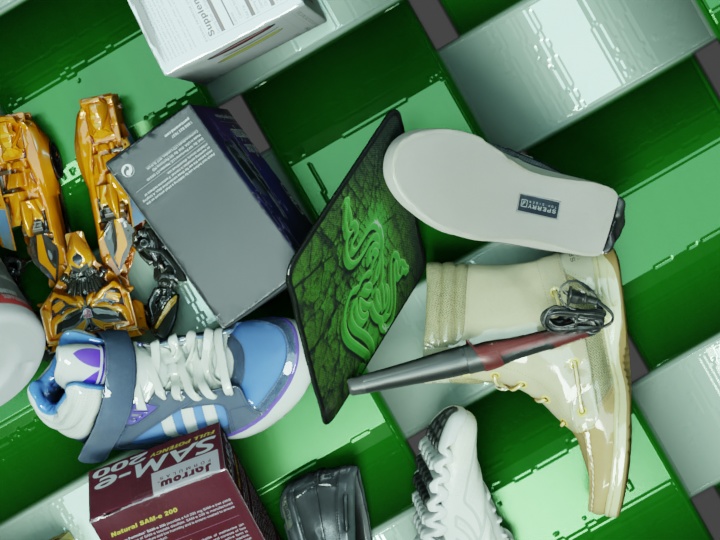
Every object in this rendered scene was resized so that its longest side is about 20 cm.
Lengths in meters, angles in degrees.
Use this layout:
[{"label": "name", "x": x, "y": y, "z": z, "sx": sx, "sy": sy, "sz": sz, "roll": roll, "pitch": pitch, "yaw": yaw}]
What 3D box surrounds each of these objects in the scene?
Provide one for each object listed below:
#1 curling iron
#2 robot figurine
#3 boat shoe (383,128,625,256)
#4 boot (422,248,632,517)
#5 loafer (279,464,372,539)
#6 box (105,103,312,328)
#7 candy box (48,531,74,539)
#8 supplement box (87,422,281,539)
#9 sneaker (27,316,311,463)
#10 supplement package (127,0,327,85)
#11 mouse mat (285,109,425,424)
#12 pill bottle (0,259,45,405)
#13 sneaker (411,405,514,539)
[{"label": "curling iron", "x": 0.085, "y": 0.053, "z": 1.685, "sx": 0.199, "sy": 0.026, "sz": 0.050, "roll": -18, "pitch": 121, "yaw": 7}, {"label": "robot figurine", "x": -0.213, "y": -0.026, "z": 1.755, "sx": 0.144, "sy": 0.058, "sz": 0.201, "roll": -12, "pitch": 92, "yaw": 7}, {"label": "boat shoe", "x": 0.087, "y": -0.055, "z": 1.681, "sx": 0.199, "sy": 0.093, "sz": 0.075, "roll": 18, "pitch": 87, "yaw": -29}, {"label": "boot", "x": 0.123, "y": 0.086, "z": 1.729, "sx": 0.155, "sy": 0.073, "sz": 0.201, "roll": -4, "pitch": 91, "yaw": 4}, {"label": "loafer", "x": 0.001, "y": 0.244, "z": 1.748, "sx": 0.070, "sy": 0.068, "sz": 0.201, "roll": -19, "pitch": 88, "yaw": 14}, {"label": "box", "x": -0.097, "y": -0.042, "z": 1.675, "sx": 0.079, "sy": 0.200, "sz": 0.141, "roll": -34, "pitch": 91, "yaw": 5}, {"label": "candy box", "x": -0.232, "y": 0.315, "z": 1.776, "sx": 0.116, "sy": 0.056, "sz": 0.201, "roll": -26, "pitch": 92, "yaw": 5}, {"label": "supplement box", "x": -0.112, "y": 0.217, "z": 1.712, "sx": 0.108, "sy": 0.061, "sz": 0.200, "roll": -21, "pitch": 124, "yaw": 4}, {"label": "sneaker", "x": -0.147, "y": 0.077, "z": 1.681, "sx": 0.200, "sy": 0.146, "sz": 0.081, "roll": -23, "pitch": 62, "yaw": 36}, {"label": "supplement package", "x": -0.112, "y": -0.227, "z": 1.667, "sx": 0.111, "sy": 0.200, "sz": 0.156, "roll": -26, "pitch": 91, "yaw": 5}, {"label": "mouse mat", "x": 0.000, "y": 0.000, "z": 1.655, "sx": 0.008, "sy": 0.200, "sz": 0.161, "roll": 21, "pitch": 60, "yaw": 21}, {"label": "pill bottle", "x": -0.321, "y": 0.004, "z": 1.701, "sx": 0.114, "sy": 0.114, "sz": 0.200, "roll": -40, "pitch": 59, "yaw": 5}, {"label": "sneaker", "x": 0.079, "y": 0.194, "z": 1.736, "sx": 0.081, "sy": 0.075, "sz": 0.201, "roll": 0, "pitch": 109, "yaw": -6}]
